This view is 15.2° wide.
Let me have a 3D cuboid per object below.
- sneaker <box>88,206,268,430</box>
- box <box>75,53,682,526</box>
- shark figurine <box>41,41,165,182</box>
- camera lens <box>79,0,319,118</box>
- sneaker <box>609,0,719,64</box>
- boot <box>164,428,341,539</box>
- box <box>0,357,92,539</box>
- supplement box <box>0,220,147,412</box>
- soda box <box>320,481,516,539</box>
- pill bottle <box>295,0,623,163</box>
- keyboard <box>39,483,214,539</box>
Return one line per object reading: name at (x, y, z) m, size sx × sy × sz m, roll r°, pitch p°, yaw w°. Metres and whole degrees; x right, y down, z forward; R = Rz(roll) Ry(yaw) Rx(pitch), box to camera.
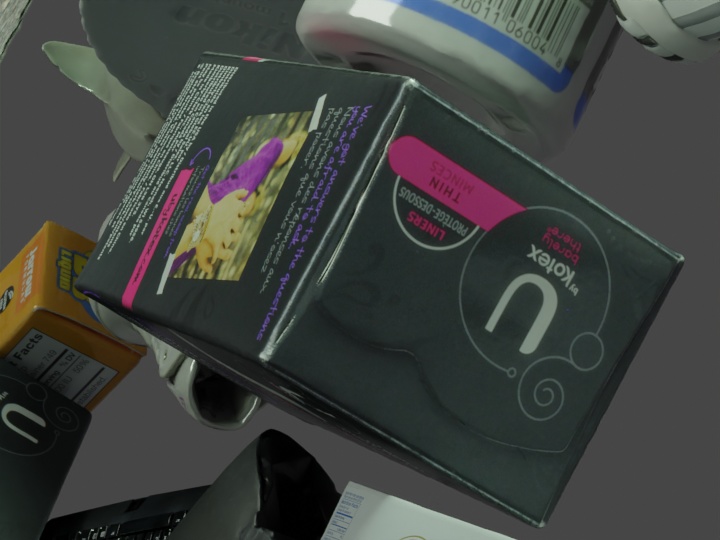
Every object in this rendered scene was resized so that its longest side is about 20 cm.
sneaker at (-0.071, 0.019, 1.145) m, size 0.200 × 0.075 × 0.100 m, roll -13°, pitch 50°, yaw 59°
box at (0.000, 0.000, 0.950) m, size 0.106 × 0.122 × 0.200 m, roll -61°, pitch 24°, yaw -5°
shark figurine at (-0.113, -0.092, 1.346) m, size 0.128 × 0.089 × 0.215 m, roll -55°, pitch 22°, yaw 14°
camera lens at (-0.032, -0.178, 1.187) m, size 0.160 × 0.160 × 0.200 m, roll -34°, pitch 35°, yaw 45°
sneaker at (0.156, -0.172, 0.936) m, size 0.115 × 0.075 × 0.201 m, roll -13°, pitch 61°, yaw 53°
boot at (-0.089, 0.130, 1.035) m, size 0.200 × 0.066 × 0.165 m, roll -51°, pitch 50°, yaw 29°
box at (-0.243, 0.081, 1.228) m, size 0.106 × 0.200 × 0.122 m, roll -52°, pitch 11°, yaw 35°
supplement box at (-0.184, 0.066, 1.328) m, size 0.200 × 0.069 × 0.067 m, roll -43°, pitch 31°, yaw 30°
soda box at (0.048, 0.118, 0.808) m, size 0.064 × 0.068 × 0.200 m, roll -63°, pitch 24°, yaw -7°
pill bottle at (0.066, -0.153, 1.023) m, size 0.114 × 0.114 × 0.200 m, roll 4°, pitch 66°, yaw 64°
keyboard at (-0.123, 0.138, 1.158) m, size 0.200 × 0.040 × 0.104 m, roll -20°, pitch 45°, yaw 57°
